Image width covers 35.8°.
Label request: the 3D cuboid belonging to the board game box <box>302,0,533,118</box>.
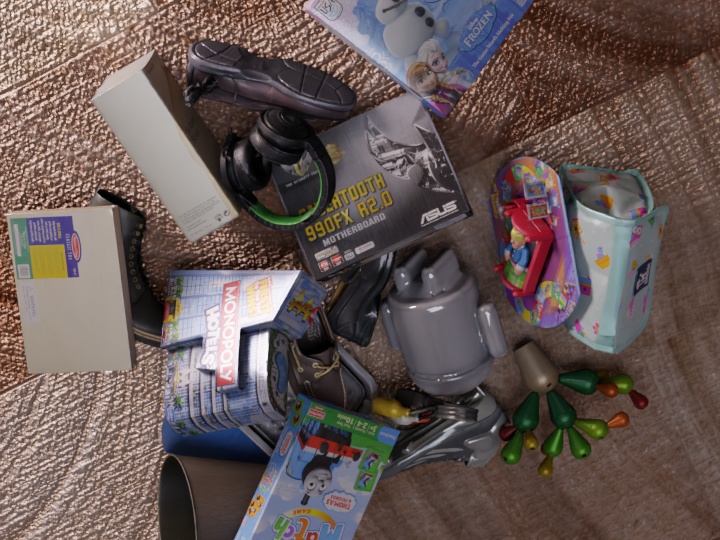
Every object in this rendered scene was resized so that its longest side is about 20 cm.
[{"bbox_3d":[0.074,-0.308,1.229,0.199,0.043,0.200,35,94,-15],"label":"board game box"}]

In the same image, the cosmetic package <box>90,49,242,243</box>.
[{"bbox_3d":[-0.217,-0.143,1.288,0.073,0.104,0.200,-28,113,10],"label":"cosmetic package"}]

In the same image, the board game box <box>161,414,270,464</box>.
[{"bbox_3d":[-0.160,0.200,1.473,0.200,0.039,0.158,30,112,-24],"label":"board game box"}]

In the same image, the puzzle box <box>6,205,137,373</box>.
[{"bbox_3d":[-0.343,0.024,1.333,0.133,0.025,0.200,-2,102,8],"label":"puzzle box"}]

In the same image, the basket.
[{"bbox_3d":[-0.143,0.317,1.433,0.200,0.181,0.136,0,155,-29],"label":"basket"}]

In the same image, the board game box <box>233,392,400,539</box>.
[{"bbox_3d":[-0.052,0.265,1.373,0.151,0.037,0.200,23,91,-37],"label":"board game box"}]

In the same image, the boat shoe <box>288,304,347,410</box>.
[{"bbox_3d":[-0.060,0.099,1.379,0.072,0.059,0.200,-24,98,-31],"label":"boat shoe"}]

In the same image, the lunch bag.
[{"bbox_3d":[0.284,-0.016,1.301,0.122,0.200,0.171,4,113,-3],"label":"lunch bag"}]

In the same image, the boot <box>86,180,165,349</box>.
[{"bbox_3d":[-0.274,-0.002,1.367,0.200,0.077,0.138,32,105,-15],"label":"boot"}]

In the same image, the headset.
[{"bbox_3d":[-0.116,-0.131,1.246,0.123,0.094,0.200,-33,96,31],"label":"headset"}]

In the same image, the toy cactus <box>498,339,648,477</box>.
[{"bbox_3d":[0.255,0.166,1.446,0.200,0.102,0.165,-31,87,6],"label":"toy cactus"}]

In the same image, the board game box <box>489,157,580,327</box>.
[{"bbox_3d":[0.184,-0.029,1.297,0.039,0.158,0.200,-9,89,-24],"label":"board game box"}]

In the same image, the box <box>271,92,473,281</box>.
[{"bbox_3d":[0.010,-0.097,1.304,0.200,0.048,0.159,-23,82,9],"label":"box"}]

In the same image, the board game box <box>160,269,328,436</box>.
[{"bbox_3d":[-0.138,0.078,1.305,0.200,0.200,0.062,-15,149,28],"label":"board game box"}]

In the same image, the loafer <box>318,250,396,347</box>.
[{"bbox_3d":[0.000,0.000,1.374,0.072,0.073,0.200,15,111,-3],"label":"loafer"}]

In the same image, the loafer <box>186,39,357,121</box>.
[{"bbox_3d":[-0.104,-0.208,1.289,0.200,0.072,0.063,18,130,-2],"label":"loafer"}]

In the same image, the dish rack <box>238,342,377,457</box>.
[{"bbox_3d":[-0.089,0.153,1.417,0.200,0.044,0.172,46,66,-18],"label":"dish rack"}]

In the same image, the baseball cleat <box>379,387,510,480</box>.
[{"bbox_3d":[0.107,0.240,1.480,0.200,0.070,0.106,-34,110,14],"label":"baseball cleat"}]

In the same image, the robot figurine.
[{"bbox_3d":[0.101,0.072,1.382,0.169,0.113,0.200,4,120,38],"label":"robot figurine"}]

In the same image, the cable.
[{"bbox_3d":[0.091,0.181,1.382,0.097,0.200,0.050,18,85,-31],"label":"cable"}]
